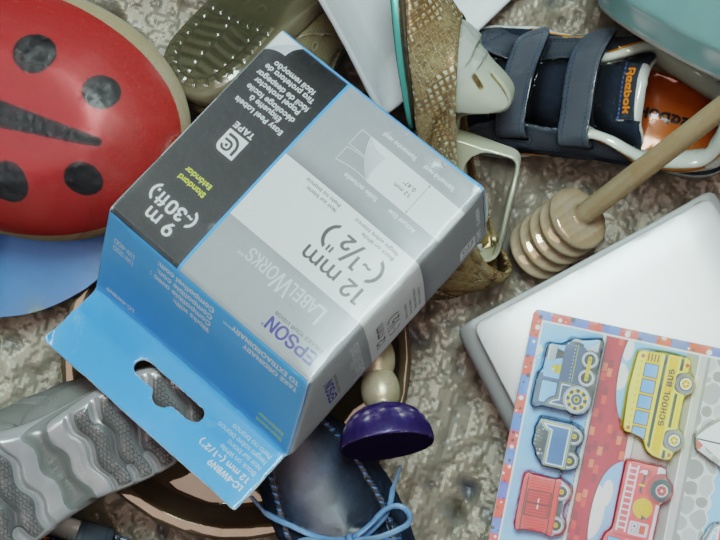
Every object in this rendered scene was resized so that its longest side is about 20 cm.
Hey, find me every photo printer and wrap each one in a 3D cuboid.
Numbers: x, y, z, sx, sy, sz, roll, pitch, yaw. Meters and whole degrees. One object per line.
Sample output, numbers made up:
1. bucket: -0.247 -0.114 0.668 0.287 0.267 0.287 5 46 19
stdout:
1. photo printer: 0.170 0.083 1.066 0.165 0.069 0.201 -27 85 -1

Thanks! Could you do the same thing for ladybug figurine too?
1. ladybug figurine: -0.185 -0.086 1.038 0.198 0.072 0.137 12 95 14

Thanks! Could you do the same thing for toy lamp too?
1. toy lamp: 0.000 0.000 1.048 0.057 0.058 0.202 -7 69 1

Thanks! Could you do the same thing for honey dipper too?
1. honey dipper: 0.147 -0.053 1.024 0.038 0.200 0.038 14 58 -24

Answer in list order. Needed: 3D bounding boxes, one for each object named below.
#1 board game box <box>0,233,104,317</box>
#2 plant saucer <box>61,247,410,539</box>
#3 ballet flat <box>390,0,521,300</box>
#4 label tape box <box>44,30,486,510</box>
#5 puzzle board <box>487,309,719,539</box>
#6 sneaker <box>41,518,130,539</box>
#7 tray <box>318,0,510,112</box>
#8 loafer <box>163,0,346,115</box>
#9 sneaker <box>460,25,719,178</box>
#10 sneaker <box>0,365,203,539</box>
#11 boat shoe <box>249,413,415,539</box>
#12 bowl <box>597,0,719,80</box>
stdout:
1. board game box: -0.206 -0.072 1.107 0.200 0.039 0.158 41 95 7
2. plant saucer: -0.070 0.051 1.096 0.198 0.029 0.203 0 84 1
3. ballet flat: 0.055 -0.077 1.052 0.064 0.071 0.202 0 121 11
4. label tape box: -0.051 -0.002 0.988 0.143 0.066 0.200 39 75 17
5. puzzle board: 0.145 0.135 1.021 0.149 0.017 0.202 11 88 5
6. sneaker: -0.141 0.180 1.045 0.198 0.079 0.080 -6 114 1
7. tray: 0.054 -0.190 1.075 0.200 0.022 0.108 -44 128 -18
8. loafer: -0.030 -0.153 1.096 0.200 0.068 0.076 -41 59 -17
9. sneaker: 0.121 -0.099 1.081 0.198 0.079 0.079 8 86 4
10. sneaker: -0.181 0.107 1.034 0.198 0.082 0.076 -18 98 -10
11. boat shoe: 0.008 0.162 1.045 0.084 0.069 0.201 -33 98 -2
12. bowl: 0.201 -0.165 1.042 0.199 0.201 0.106 29 106 4
